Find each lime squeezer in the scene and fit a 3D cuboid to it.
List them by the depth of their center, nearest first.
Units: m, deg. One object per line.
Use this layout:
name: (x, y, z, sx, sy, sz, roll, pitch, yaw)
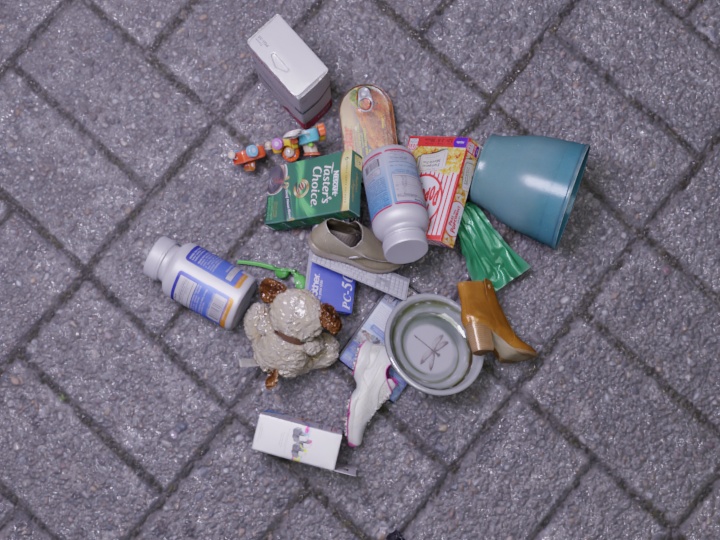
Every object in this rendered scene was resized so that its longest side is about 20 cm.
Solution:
lime squeezer: (-0.147, 0.023, 1.570, 0.199, 0.038, 0.071, 42, 116, 3)

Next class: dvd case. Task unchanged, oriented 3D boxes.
dvd case: (0.066, 0.132, 1.562, 0.142, 0.018, 0.201, 36, 85, 4)

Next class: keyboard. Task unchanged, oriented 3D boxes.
keyboard: (0.000, 0.000, 1.513, 0.196, 0.011, 0.057, 23, 39, -8)

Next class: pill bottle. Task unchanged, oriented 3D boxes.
pill bottle: (0.067, -0.121, 1.480, 0.106, 0.109, 0.204, -9, 62, -2)
pill bottle: (-0.305, 0.018, 1.524, 0.197, 0.112, 0.114, 29, 84, 3)

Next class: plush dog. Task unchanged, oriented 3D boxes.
plush dog: (-0.128, 0.108, 1.466, 0.196, 0.161, 0.174, 23, 120, 3)

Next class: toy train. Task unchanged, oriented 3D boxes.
toy train: (-0.151, -0.226, 1.527, 0.149, 0.197, 0.057, -26, 103, -45)

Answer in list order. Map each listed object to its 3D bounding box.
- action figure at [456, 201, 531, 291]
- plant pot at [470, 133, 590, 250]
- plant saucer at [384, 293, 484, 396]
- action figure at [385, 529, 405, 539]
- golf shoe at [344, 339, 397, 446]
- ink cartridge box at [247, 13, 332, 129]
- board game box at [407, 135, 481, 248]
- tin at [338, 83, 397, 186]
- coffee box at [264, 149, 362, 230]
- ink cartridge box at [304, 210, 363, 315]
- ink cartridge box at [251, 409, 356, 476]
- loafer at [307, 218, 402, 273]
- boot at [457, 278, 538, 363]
action figure: (0.228, -0.058, 1.567, 0.117, 0.055, 0.202, -32, 87, -2)
plant pot: (0.313, -0.165, 1.521, 0.184, 0.200, 0.204, 19, 83, 16)
plant saucer: (0.133, 0.144, 1.507, 0.195, 0.050, 0.204, 7, 61, -13)
action figure: (0.017, 0.572, 1.471, 0.199, 0.102, 0.120, -40, 97, -6)
golf shoe: (0.021, 0.237, 1.510, 0.089, 0.075, 0.205, 10, 97, 4)
ink cartridge box: (-0.129, -0.370, 1.525, 0.083, 0.200, 0.147, -42, 86, -5)
board game box: (0.135, -0.153, 1.537, 0.150, 0.046, 0.204, 9, 81, 45)
tin: (0.016, -0.267, 1.597, 0.109, 0.042, 0.205, -6, 84, -5)
coffee box: (-0.090, -0.151, 1.524, 0.196, 0.044, 0.126, -6, 71, 31)
ink cartridge box: (-0.052, -0.022, 1.548, 0.092, 0.044, 0.205, 9, 79, -13)
ink cartridge box: (-0.095, 0.318, 1.490, 0.196, 0.115, 0.069, 15, 84, 1)
loafer: (0.001, -0.049, 1.498, 0.196, 0.069, 0.077, 8, 55, -19)
boot: (0.260, 0.093, 1.514, 0.070, 0.199, 0.147, -25, 61, 39)
